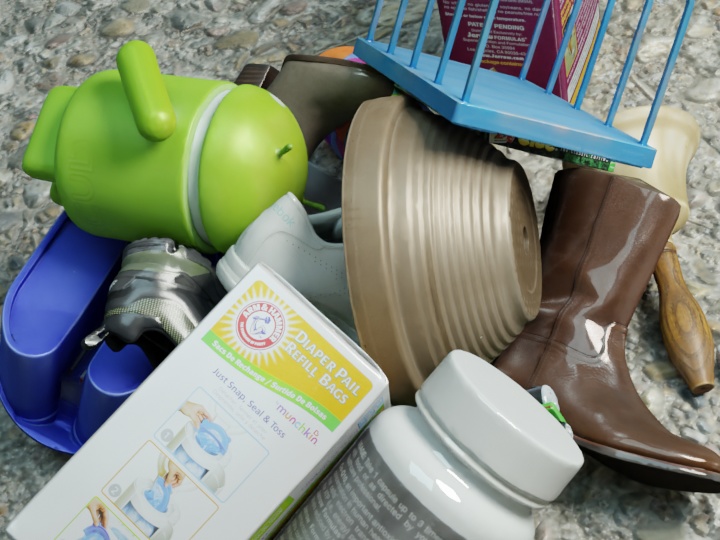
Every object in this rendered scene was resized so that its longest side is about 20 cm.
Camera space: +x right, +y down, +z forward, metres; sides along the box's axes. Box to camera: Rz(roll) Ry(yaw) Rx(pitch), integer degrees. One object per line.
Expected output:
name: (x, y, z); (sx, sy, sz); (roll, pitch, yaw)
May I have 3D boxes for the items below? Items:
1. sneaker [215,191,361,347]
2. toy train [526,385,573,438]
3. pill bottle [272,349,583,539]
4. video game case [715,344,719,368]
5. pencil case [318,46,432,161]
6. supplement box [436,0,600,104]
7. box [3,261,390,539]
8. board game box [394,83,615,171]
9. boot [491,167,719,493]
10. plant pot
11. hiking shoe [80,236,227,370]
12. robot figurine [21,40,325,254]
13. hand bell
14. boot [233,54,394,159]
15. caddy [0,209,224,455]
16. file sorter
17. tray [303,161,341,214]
sneaker: (0.000, 0.000, 0.887); (0.089, 0.200, 0.075); (-55, 52, 14)
toy train: (0.041, 0.117, 0.843); (0.199, 0.042, 0.057); (-18, 39, 22)
pill bottle: (0.026, 0.149, 0.740); (0.200, 0.114, 0.114); (-51, 47, 12)
video game case: (0.360, 0.077, 0.836); (0.181, 0.023, 0.200); (-26, 47, -10)
pencil case: (0.017, -0.104, 1.038); (0.088, 0.089, 0.200); (-24, 39, -8)
supplement box: (0.127, -0.236, 1.064); (0.103, 0.201, 0.131); (9, 50, 21)
box: (-0.084, 0.109, 0.750); (0.101, 0.113, 0.200); (42, 82, 11)
board game box: (0.097, -0.117, 0.963); (0.104, 0.024, 0.200); (8, 17, -23)
boot: (0.180, 0.029, 0.856); (0.186, 0.064, 0.201); (17, 75, 30)
plant pot: (0.061, -0.015, 0.838); (0.092, 0.201, 0.202); (-6, 47, 17)
hiking shoe: (-0.089, 0.067, 0.885); (0.200, 0.076, 0.101); (32, 64, -15)
robot figurine: (-0.125, -0.073, 0.895); (0.199, 0.176, 0.116); (9, 67, 20)
hand bell: (0.214, -0.005, 0.927); (0.104, 0.104, 0.201); (-12, 59, 4)
boot: (-0.063, -0.084, 0.997); (0.200, 0.070, 0.147); (8, 77, 53)
caddy: (-0.180, 0.039, 0.964); (0.141, 0.105, 0.200); (24, 54, 5)
file sorter: (0.102, -0.162, 0.851); (0.138, 0.123, 0.200); (11, 16, -22)
tray: (-0.063, -0.041, 1.059); (0.107, 0.022, 0.200); (-39, 50, -21)
